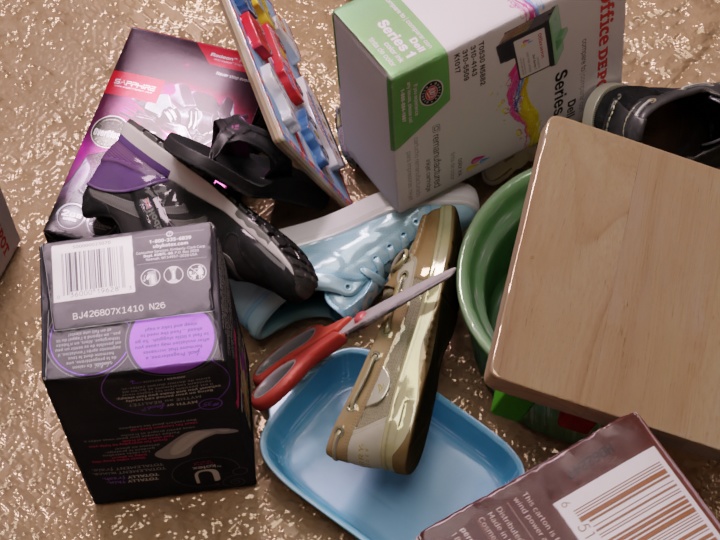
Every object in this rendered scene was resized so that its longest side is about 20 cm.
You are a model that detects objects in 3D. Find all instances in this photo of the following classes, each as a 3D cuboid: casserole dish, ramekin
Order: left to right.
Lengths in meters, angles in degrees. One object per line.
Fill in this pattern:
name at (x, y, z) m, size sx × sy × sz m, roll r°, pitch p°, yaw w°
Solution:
casserole dish at (0.022, 0.139, 1.460) m, size 0.200 × 0.039 × 0.121 m, roll 34°, pitch 67°, yaw 20°
ramekin at (0.168, 0.026, 1.482) m, size 0.199 × 0.098 × 0.200 m, roll -1°, pitch 60°, yaw 3°

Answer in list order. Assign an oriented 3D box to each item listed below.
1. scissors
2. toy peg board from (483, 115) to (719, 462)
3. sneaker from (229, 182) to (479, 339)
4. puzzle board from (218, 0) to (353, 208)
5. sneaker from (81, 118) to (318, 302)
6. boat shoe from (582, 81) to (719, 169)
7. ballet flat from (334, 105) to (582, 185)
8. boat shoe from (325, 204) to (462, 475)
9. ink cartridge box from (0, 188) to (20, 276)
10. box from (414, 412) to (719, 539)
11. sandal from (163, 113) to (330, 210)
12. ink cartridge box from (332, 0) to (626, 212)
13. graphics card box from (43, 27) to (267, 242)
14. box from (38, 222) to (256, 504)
scissors at (-0.006, 0.035, 1.444) m, size 0.014 × 0.200 × 0.073 m, roll 46°, pitch 27°, yaw -14°
toy peg board at (0.186, 0.031, 1.383) m, size 0.199 × 0.098 × 0.200 m, roll 18°, pitch 62°, yaw -5°
sneaker at (0.000, 0.000, 1.528) m, size 0.200 × 0.074 × 0.082 m, roll -20°, pitch 66°, yaw 3°
puzzle board at (-0.061, -0.152, 1.552) m, size 0.017 × 0.151 × 0.200 m, roll -26°, pitch 64°, yaw 11°
sneaker at (-0.118, -0.020, 1.493) m, size 0.200 × 0.076 × 0.088 m, roll 38°, pitch 92°, yaw 28°
boat shoe at (0.261, -0.103, 1.534) m, size 0.200 × 0.068 × 0.072 m, roll -1°, pitch 97°, yaw -31°
ballet flat at (0.080, -0.098, 1.587) m, size 0.200 × 0.072 × 0.072 m, roll 0°, pitch 60°, yaw 4°
boat shoe at (0.028, 0.043, 1.456) m, size 0.063 × 0.073 × 0.201 m, roll 8°, pitch 70°, yaw 14°
ink cartridge box at (-0.334, 0.009, 1.493) m, size 0.086 × 0.147 × 0.200 m, roll 18°, pitch 62°, yaw 14°
box at (0.146, 0.228, 1.307) m, size 0.164 × 0.200 × 0.166 m, roll -29°, pitch 62°, yaw -13°
sandal at (-0.079, -0.085, 1.508) m, size 0.075 × 0.200 × 0.048 m, roll 30°, pitch 99°, yaw 22°
ink cartridge box at (0.088, -0.152, 1.485) m, size 0.200 × 0.145 × 0.084 m, roll -27°, pitch 55°, yaw -17°
graphics card box at (-0.148, -0.086, 1.594) m, size 0.125 × 0.051 × 0.200 m, roll 15°, pitch 63°, yaw 11°
box at (-0.141, 0.067, 1.417) m, size 0.122 × 0.200 × 0.106 m, roll -6°, pitch 60°, yaw 0°
